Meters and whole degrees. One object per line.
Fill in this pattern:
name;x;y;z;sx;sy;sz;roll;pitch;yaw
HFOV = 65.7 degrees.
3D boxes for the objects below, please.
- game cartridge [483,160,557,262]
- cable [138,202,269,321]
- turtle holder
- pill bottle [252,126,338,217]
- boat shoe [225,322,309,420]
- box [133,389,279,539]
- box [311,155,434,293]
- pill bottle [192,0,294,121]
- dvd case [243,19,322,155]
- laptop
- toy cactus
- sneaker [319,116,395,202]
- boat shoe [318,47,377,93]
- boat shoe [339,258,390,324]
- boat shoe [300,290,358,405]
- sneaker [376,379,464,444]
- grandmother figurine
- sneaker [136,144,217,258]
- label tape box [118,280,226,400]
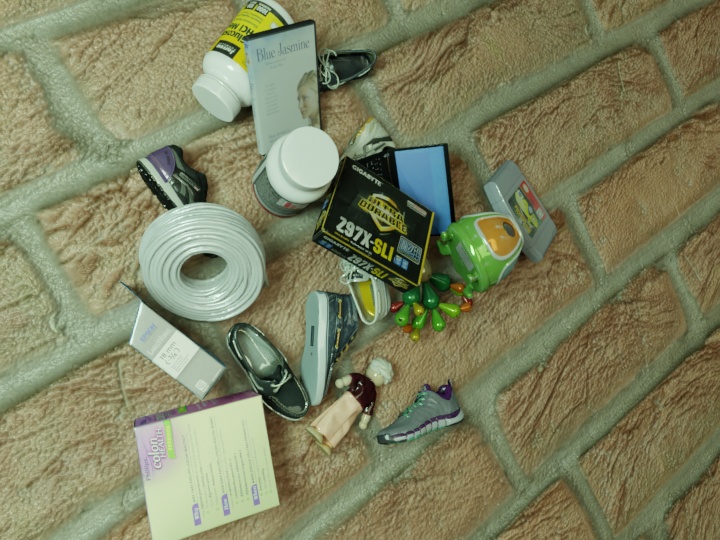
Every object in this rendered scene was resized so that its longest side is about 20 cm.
game cartridge;0.343;-0.124;1.189;0.201;0.041;0.133;53;51;-10
cable;-0.249;-0.008;0.891;0.195;0.070;0.203;-11;128;-9
turtle holder;0.230;-0.029;1.036;0.130;0.187;0.142;-28;51;-4
pill bottle;-0.111;-0.163;0.941;0.113;0.199;0.119;2;84;-21
boat shoe;-0.156;0.175;0.952;0.200;0.060;0.076;46;63;-5
box;-0.247;0.307;0.896;0.196;0.096;0.180;-10;88;-24
box;0.027;-0.077;0.957;0.198;0.049;0.162;30;59;-21
pill bottle;-0.201;-0.365;0.971;0.112;0.112;0.202;35;73;-15
dvd case;-0.129;-0.316;0.971;0.141;0.017;0.203;-30;135;-32
laptop;0.067;-0.124;1.032;0.198;0.103;0.181;-25;116;-30
toy cactus;0.127;0.037;1.079;0.197;0.102;0.168;-20;89;-27
sneaker;-0.003;-0.196;1.056;0.087;0.075;0.201;40;72;-13
boat shoe;-0.058;-0.378;1.059;0.196;0.062;0.077;-17;93;-22
boat shoe;-0.004;0.001;0.993;0.086;0.073;0.206;-36;116;-61
boat shoe;-0.051;0.140;1.007;0.089;0.070;0.205;4;90;-33
sneaker;0.106;0.269;1.066;0.197;0.074;0.089;-8;78;-34
grandmother figurine;-0.012;0.236;1.022;0.200;0.060;0.123;-43;133;-24
sneaker;-0.281;-0.121;0.939;0.087;0.075;0.202;-38;99;-27
label tape box;-0.309;0.107;0.865;0.199;0.144;0.064;42;74;-13
